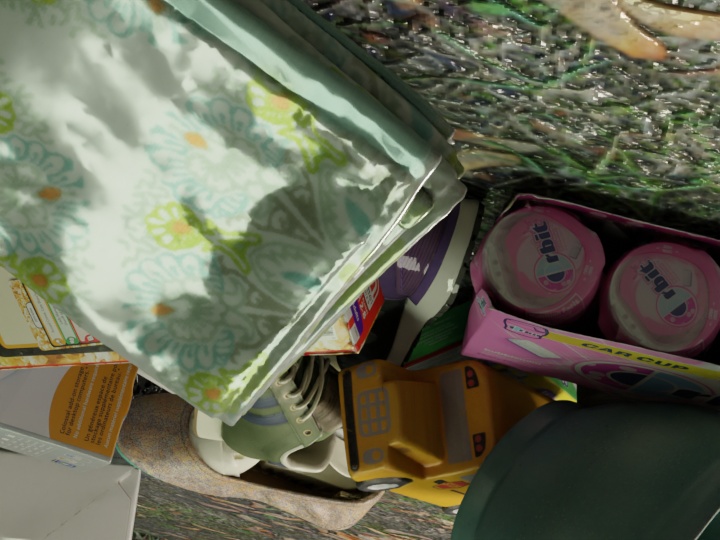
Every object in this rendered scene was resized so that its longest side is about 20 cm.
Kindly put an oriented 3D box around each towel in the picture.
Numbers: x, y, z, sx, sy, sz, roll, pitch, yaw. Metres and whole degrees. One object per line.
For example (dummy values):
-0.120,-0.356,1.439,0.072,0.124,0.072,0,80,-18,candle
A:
-0.081,-0.045,0.569,0.200,0.048,0.171,38,125,-7,towel

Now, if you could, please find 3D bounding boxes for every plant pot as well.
0.132,0.149,0.782,0.134,0.201,0.200,30,174,34,plant pot

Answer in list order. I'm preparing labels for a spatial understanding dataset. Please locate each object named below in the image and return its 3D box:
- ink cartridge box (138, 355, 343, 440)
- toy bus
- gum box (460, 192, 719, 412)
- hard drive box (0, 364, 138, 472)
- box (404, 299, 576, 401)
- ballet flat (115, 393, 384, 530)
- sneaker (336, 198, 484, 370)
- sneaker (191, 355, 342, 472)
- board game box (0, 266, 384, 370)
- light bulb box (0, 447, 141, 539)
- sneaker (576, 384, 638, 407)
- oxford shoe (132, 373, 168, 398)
-0.042,0.067,1.026,0.145,0.084,0.200,2,158,32,ink cartridge box
0.064,0.099,0.858,0.078,0.065,0.200,-14,158,26,toy bus
0.149,0.024,0.763,0.199,0.066,0.114,14,166,0,gum box
-0.233,0.020,0.912,0.200,0.156,0.077,20,162,-20,hard drive box
0.085,0.087,0.981,0.117,0.048,0.200,-25,149,20,box
-0.063,0.116,0.973,0.200,0.068,0.067,21,142,-34,ballet flat
0.000,0.000,0.824,0.087,0.076,0.200,20,153,-4,sneaker
-0.043,0.054,0.835,0.090,0.067,0.200,24,149,8,sneaker
-0.105,-0.033,0.643,0.199,0.046,0.152,-3,120,21,board game box
-0.263,0.156,1.071,0.198,0.125,0.200,9,-172,-10,light bulb box
0.218,0.093,0.877,0.199,0.099,0.071,6,159,21,sneaker
-0.176,0.068,1.074,0.084,0.073,0.200,20,-174,1,oxford shoe
